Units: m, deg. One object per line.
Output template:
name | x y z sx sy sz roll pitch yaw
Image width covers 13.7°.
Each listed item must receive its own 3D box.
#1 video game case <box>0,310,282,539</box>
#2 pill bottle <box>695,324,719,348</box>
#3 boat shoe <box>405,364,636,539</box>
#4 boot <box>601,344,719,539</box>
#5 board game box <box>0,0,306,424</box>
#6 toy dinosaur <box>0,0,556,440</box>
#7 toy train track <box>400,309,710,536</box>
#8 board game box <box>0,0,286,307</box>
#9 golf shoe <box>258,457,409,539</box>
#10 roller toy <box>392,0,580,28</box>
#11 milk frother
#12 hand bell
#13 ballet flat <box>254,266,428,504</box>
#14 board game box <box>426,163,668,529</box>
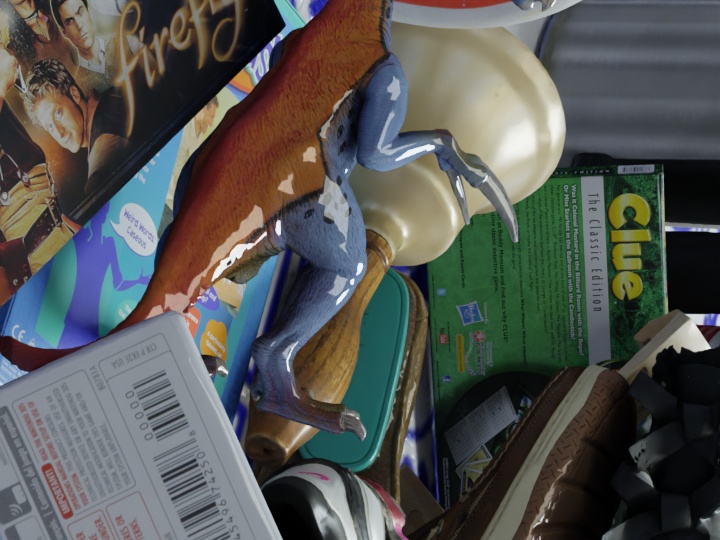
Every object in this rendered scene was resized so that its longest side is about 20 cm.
video game case | -0.091 0.138 0.857 0.182 0.023 0.201 -25 93 -24
pill bottle | 0.166 0.081 1.349 0.112 0.199 0.113 -13 105 -62
boat shoe | 0.039 0.118 1.181 0.203 0.075 0.075 -60 148 -25
boot | 0.140 0.130 1.233 0.198 0.073 0.163 57 44 -65
board game box | -0.080 -0.024 1.019 0.152 0.045 0.201 48 51 -54
toy dinosaur | -0.005 -0.043 0.951 0.200 0.105 0.182 -2 110 -69
toy train track | 0.064 0.089 1.248 0.200 0.033 0.115 -43 124 -7
board game box | -0.113 -0.077 0.898 0.200 0.035 0.136 -49 122 -40
golf shoe | -0.049 0.159 1.040 0.201 0.072 0.092 -70 160 -4
roller toy | 0.024 -0.189 1.060 0.183 0.199 0.140 71 31 -56
milk frother | 0.167 -0.095 1.348 0.181 0.187 0.201 -50 135 -52
hand bell | 0.000 0.000 1.101 0.200 0.104 0.104 -65 146 -44
ballet flat | -0.016 0.094 1.157 0.072 0.068 0.201 84 16 -64
board game box | 0.083 0.055 1.287 0.023 0.104 0.201 -57 146 -74
